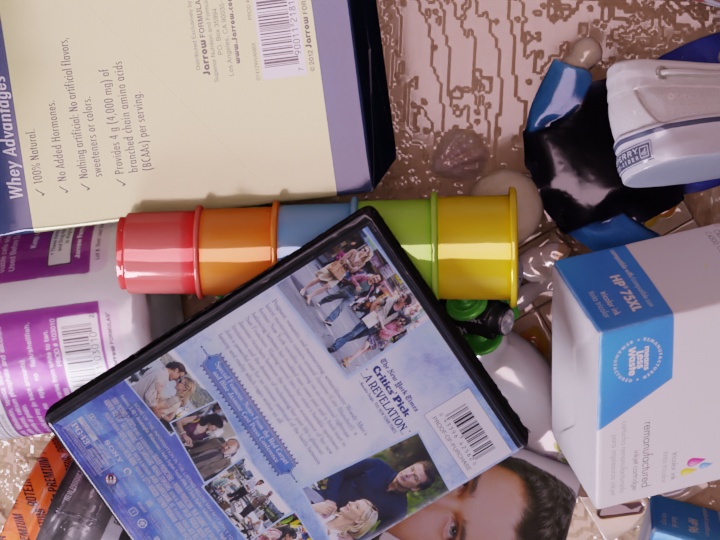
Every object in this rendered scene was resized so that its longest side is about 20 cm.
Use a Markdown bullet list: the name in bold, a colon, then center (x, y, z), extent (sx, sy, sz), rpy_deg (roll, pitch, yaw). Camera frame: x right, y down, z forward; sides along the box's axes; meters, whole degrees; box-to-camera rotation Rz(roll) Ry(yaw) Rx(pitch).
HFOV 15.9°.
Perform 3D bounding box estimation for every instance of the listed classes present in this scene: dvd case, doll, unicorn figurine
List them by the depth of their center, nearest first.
- **dvd case**: center (-0.037, 0.077, 1.268), extent (0.199, 0.018, 0.143), rpy_deg (-32, 102, 14)
- **doll**: center (0.147, -0.060, 1.335), extent (0.199, 0.048, 0.137), rpy_deg (-22, 96, -15)
- **unicorn figurine**: center (0.078, 0.048, 1.377), extent (0.200, 0.074, 0.137), rpy_deg (43, 96, 1)

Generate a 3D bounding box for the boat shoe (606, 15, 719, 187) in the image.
- **boat shoe**: center (0.204, -0.095, 1.292), extent (0.201, 0.075, 0.087), rpy_deg (-8, 78, -28)

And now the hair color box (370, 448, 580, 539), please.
- **hair color box**: center (0.008, 0.123, 1.349), extent (0.199, 0.099, 0.061), rpy_deg (21, 141, -3)

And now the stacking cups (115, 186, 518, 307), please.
- **stacking cups**: center (-0.021, -0.014, 1.274), extent (0.198, 0.061, 0.061), rpy_deg (2, 99, 2)

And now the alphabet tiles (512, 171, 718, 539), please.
- **alphabet tiles**: center (0.127, 0.041, 1.411), extent (0.167, 0.008, 0.201), rpy_deg (-30, 94, 9)

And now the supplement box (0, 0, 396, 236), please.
- **supplement box**: center (-0.096, -0.134, 1.343), extent (0.198, 0.134, 0.201), rpy_deg (-6, 98, 7)

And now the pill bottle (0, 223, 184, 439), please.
- **pill bottle**: center (-0.201, 0.036, 1.393), extent (0.199, 0.112, 0.113), rpy_deg (-8, 98, 7)

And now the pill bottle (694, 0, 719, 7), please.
- **pill bottle**: center (0.178, -0.194, 1.317), extent (0.199, 0.112, 0.113), rpy_deg (16, 100, 4)

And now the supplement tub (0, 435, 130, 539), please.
- **supplement tub**: center (-0.095, 0.173, 1.397), extent (0.199, 0.123, 0.123), rpy_deg (25, 100, 2)

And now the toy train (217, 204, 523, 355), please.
- **toy train**: center (0.000, 0.000, 1.358), extent (0.199, 0.057, 0.042), rpy_deg (11, 146, 32)

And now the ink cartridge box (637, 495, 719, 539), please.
- **ink cartridge box**: center (0.238, 0.208, 1.391), extent (0.199, 0.068, 0.117), rpy_deg (15, 102, 2)

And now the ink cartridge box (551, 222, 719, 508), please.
- **ink cartridge box**: center (0.201, 0.038, 1.323), extent (0.199, 0.067, 0.117), rpy_deg (-13, 126, -13)
